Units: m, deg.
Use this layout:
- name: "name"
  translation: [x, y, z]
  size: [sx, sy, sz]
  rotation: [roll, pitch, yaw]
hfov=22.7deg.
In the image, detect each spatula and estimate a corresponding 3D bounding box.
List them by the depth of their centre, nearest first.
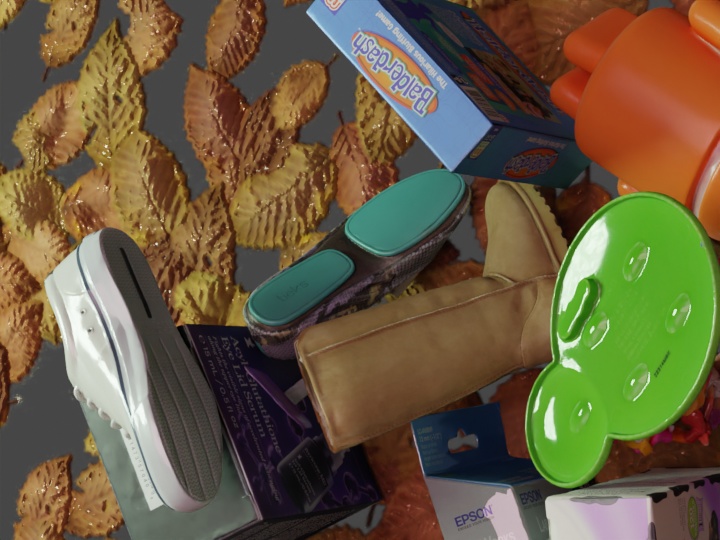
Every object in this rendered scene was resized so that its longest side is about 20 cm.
- name: "spatula"
  translation: [-0.032, 0.079, 1.262]
  size: [0.057, 0.200, 0.021]
  rotation: [46, 107, 9]

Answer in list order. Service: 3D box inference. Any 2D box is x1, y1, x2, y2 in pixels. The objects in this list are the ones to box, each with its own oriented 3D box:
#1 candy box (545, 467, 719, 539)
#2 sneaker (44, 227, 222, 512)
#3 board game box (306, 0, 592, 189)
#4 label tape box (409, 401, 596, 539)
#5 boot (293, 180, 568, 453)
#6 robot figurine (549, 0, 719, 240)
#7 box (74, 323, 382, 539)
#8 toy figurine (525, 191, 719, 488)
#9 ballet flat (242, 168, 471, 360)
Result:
- name: "candy box"
  translation: [0.190, 0.218, 1.141]
  size: [0.071, 0.200, 0.169]
  rotation: [-4, 88, 27]
- name: "sneaker"
  translation: [-0.150, 0.073, 1.178]
  size: [0.071, 0.073, 0.201]
  rotation: [-34, 65, 28]
- name: "board game box"
  translation: [0.068, -0.127, 1.212]
  size: [0.045, 0.200, 0.152]
  rotation: [-48, 69, 19]
- name: "label tape box"
  translation: [0.117, 0.181, 1.211]
  size: [0.066, 0.143, 0.202]
  rotation: [-22, 80, 26]
- name: "boot"
  translation: [0.048, 0.022, 1.214]
  size: [0.199, 0.066, 0.176]
  rotation: [-19, 41, -6]
- name: "robot figurine"
  translation: [0.221, -0.097, 1.177]
  size: [0.200, 0.116, 0.144]
  rotation: [36, 98, 23]
- name: "box"
  translation: [-0.091, 0.126, 1.290]
  size: [0.104, 0.200, 0.149]
  rotation: [-29, 77, 22]
- name: "toy figurine"
  translation: [0.226, 0.058, 1.142]
  size: [0.201, 0.183, 0.150]
  rotation: [-64, 38, 25]
- name: "ballet flat"
  translation: [0.000, 0.000, 1.299]
  size: [0.200, 0.072, 0.072]
  rotation: [-35, 68, -21]
